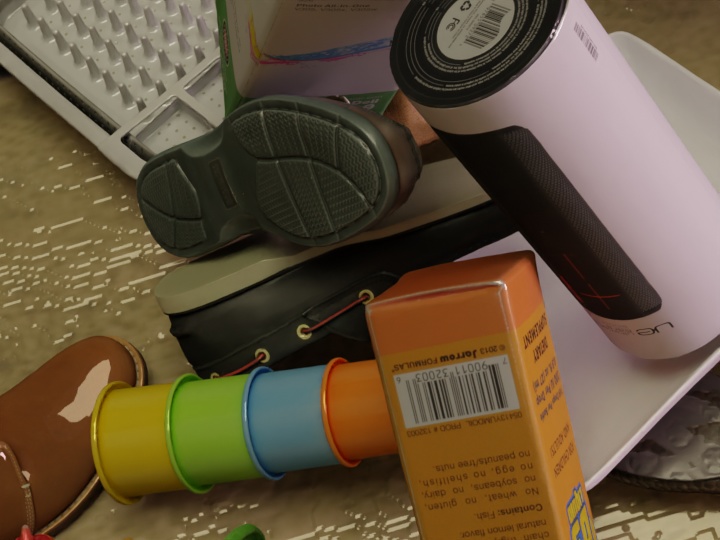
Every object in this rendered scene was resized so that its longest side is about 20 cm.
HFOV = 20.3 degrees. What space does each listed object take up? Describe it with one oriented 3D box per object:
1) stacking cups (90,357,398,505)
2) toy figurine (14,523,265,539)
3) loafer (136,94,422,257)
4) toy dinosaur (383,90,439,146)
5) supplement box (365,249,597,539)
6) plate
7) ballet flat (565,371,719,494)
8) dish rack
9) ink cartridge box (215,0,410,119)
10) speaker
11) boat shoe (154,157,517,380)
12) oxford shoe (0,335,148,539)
[{"bbox_3d":[-0.024,0.070,0.936,0.198,0.061,0.061,-8,57,19],"label":"stacking cups"},{"bbox_3d":[-0.162,0.163,0.879,0.182,0.151,0.200,16,42,16],"label":"toy figurine"},{"bbox_3d":[-0.033,-0.050,0.950,0.063,0.073,0.199,-25,11,-37],"label":"loafer"},{"bbox_3d":[0.019,-0.083,1.030,0.199,0.060,0.107,-30,83,-12],"label":"toy dinosaur"},{"bbox_3d":[0.060,0.099,0.850,0.068,0.067,0.202,-9,99,19],"label":"supplement box"},{"bbox_3d":[0.117,-0.005,0.964,0.199,0.032,0.200,-43,45,-6],"label":"plate"},{"bbox_3d":[0.186,0.080,0.926,0.198,0.046,0.068,2,58,17],"label":"ballet flat"},{"bbox_3d":[-0.105,-0.136,1.109,0.172,0.044,0.200,-43,61,-15],"label":"dish rack"},{"bbox_3d":[-0.015,-0.166,0.909,0.087,0.200,0.147,-3,76,-11],"label":"ink cartridge box"},{"bbox_3d":[0.095,-0.045,0.845,0.081,0.200,0.082,-19,49,24],"label":"speaker"},{"bbox_3d":[0.000,-0.001,0.970,0.200,0.064,0.074,-22,15,15],"label":"boat shoe"},{"bbox_3d":[-0.182,0.098,0.966,0.071,0.072,0.200,35,69,29],"label":"oxford shoe"}]
